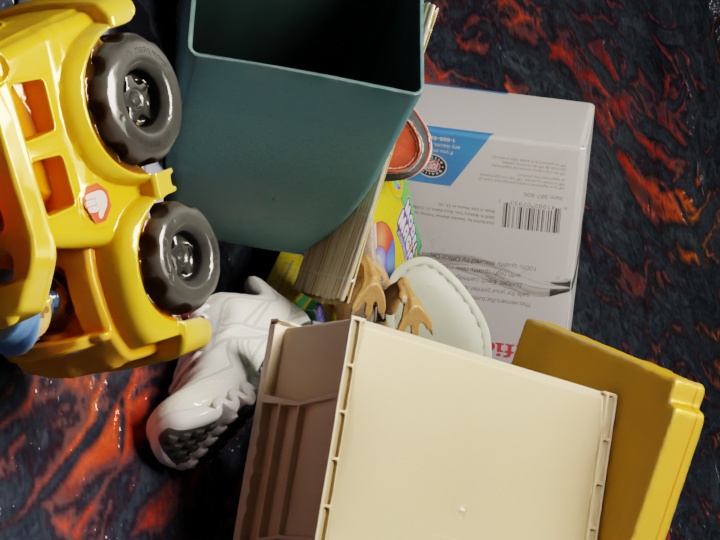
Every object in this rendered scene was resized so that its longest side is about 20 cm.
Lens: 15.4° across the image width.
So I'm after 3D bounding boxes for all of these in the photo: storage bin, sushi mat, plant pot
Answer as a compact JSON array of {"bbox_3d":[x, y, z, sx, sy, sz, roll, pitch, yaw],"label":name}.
[{"bbox_3d":[0.037,0.145,1.585,0.200,0.094,0.199,18,75,-30],"label":"storage bin"},{"bbox_3d":[0.002,-0.075,1.697,0.012,0.096,0.200,19,86,-22],"label":"sushi mat"},{"bbox_3d":[-0.054,-0.110,1.656,0.200,0.141,0.141,113,-17,-50],"label":"plant pot"}]

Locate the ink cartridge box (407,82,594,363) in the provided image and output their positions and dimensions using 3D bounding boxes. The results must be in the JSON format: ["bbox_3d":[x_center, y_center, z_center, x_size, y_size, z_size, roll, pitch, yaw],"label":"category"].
[{"bbox_3d":[0.093,-0.029,1.993,0.084,0.145,0.200,-70,165,-60],"label":"ink cartridge box"}]

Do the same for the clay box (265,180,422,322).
[{"bbox_3d":[-0.007,-0.008,1.833,0.115,0.048,0.200,75,30,-45],"label":"clay box"}]

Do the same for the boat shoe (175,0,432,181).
[{"bbox_3d":[-0.038,-0.126,1.773,0.200,0.071,0.063,37,-2,-3],"label":"boat shoe"}]

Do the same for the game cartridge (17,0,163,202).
[{"bbox_3d":[-0.161,-0.094,1.579,0.133,0.041,0.200,54,28,-55],"label":"game cartridge"}]

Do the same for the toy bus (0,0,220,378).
[{"bbox_3d":[-0.181,-0.026,1.347,0.192,0.136,0.200,-31,109,-57],"label":"toy bus"}]

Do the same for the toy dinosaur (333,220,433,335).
[{"bbox_3d":[0.000,0.000,1.724,0.106,0.060,0.200,-145,-124,-60],"label":"toy dinosaur"}]

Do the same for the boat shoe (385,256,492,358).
[{"bbox_3d":[0.065,0.084,1.860,0.061,0.072,0.201,-145,-147,-81],"label":"boat shoe"}]

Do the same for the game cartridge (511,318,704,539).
[{"bbox_3d":[0.134,0.134,1.661,0.032,0.200,0.176,16,94,-28],"label":"game cartridge"}]

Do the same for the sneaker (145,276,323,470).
[{"bbox_3d":[-0.087,0.061,1.646,0.081,0.075,0.200,47,28,4],"label":"sneaker"}]
